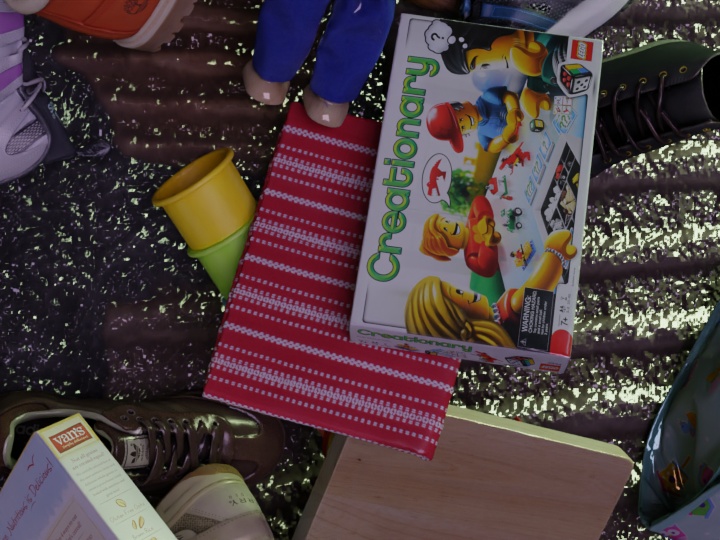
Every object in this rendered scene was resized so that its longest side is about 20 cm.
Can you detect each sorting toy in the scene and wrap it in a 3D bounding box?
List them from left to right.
[{"bbox_3d":[0.044,0.172,0.886,0.198,0.070,0.201,15,107,-23],"label":"sorting toy"}]

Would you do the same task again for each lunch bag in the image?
[{"bbox_3d":[0.306,0.123,0.966,0.169,0.122,0.202,21,98,-21],"label":"lunch bag"}]

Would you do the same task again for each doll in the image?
[{"bbox_3d":[-0.012,-0.183,0.771,0.135,0.049,0.201,19,124,-8],"label":"doll"}]

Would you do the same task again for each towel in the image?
[{"bbox_3d":[0.000,0.000,0.812,0.143,0.023,0.202,14,70,6],"label":"towel"}]

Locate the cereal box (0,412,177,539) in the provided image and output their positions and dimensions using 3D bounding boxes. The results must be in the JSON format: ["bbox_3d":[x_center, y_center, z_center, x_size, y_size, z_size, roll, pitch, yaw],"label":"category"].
[{"bbox_3d":[-0.137,0.199,0.759,0.200,0.144,0.039,50,38,16],"label":"cereal box"}]

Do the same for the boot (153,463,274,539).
[{"bbox_3d":[-0.101,0.240,0.816,0.201,0.155,0.073,-52,143,8],"label":"boot"}]

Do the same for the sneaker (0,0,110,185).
[{"bbox_3d":[-0.201,-0.116,0.797,0.139,0.078,0.201,29,97,-20],"label":"sneaker"}]

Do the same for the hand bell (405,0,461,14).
[{"bbox_3d":[-0.011,-0.207,0.850,0.199,0.104,0.105,24,89,-32],"label":"hand bell"}]

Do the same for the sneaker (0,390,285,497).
[{"bbox_3d":[-0.137,0.114,0.841,0.197,0.075,0.071,3,96,-18],"label":"sneaker"}]

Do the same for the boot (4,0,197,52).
[{"bbox_3d":[-0.117,-0.208,0.722,0.106,0.075,0.201,4,129,-44],"label":"boot"}]

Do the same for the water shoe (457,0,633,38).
[{"bbox_3d":[0.087,-0.158,0.882,0.199,0.071,0.079,-37,99,-5],"label":"water shoe"}]

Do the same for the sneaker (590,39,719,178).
[{"bbox_3d":[0.167,-0.103,0.897,0.198,0.106,0.075,-28,105,-13],"label":"sneaker"}]

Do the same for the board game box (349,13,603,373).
[{"bbox_3d":[0.070,-0.048,0.798,0.125,0.035,0.202,8,71,4],"label":"board game box"}]

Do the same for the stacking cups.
[{"bbox_3d":[-0.053,0.019,0.870,0.060,0.060,0.201,-37,111,-10],"label":"stacking cups"}]
